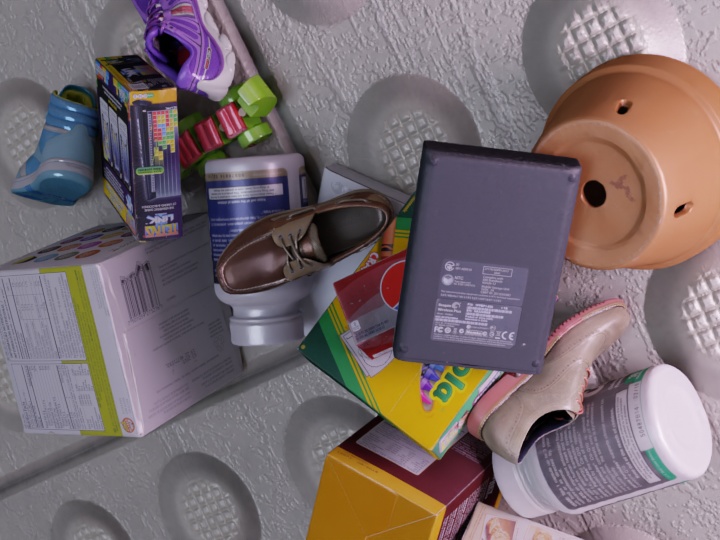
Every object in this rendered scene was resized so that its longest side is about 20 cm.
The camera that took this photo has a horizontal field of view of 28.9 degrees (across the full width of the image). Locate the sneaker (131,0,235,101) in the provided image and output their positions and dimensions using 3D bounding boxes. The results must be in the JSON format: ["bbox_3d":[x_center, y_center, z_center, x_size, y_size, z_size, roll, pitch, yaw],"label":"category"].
[{"bbox_3d":[-0.207,-0.267,1.523,0.201,0.083,0.081,54,126,35],"label":"sneaker"}]

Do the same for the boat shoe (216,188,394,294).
[{"bbox_3d":[-0.057,-0.031,1.439,0.198,0.072,0.076,-26,98,-2],"label":"boat shoe"}]

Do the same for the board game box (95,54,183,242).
[{"bbox_3d":[-0.248,-0.141,1.566,0.200,0.056,0.167,-137,43,-62],"label":"board game box"}]

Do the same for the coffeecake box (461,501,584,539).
[{"bbox_3d":[0.196,0.342,1.442,0.198,0.073,0.155,17,136,15],"label":"coffeecake box"}]

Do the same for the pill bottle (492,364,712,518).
[{"bbox_3d":[0.235,0.175,1.384,0.199,0.113,0.114,-25,92,36],"label":"pill bottle"}]

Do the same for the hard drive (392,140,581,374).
[{"bbox_3d":[0.110,-0.009,1.239,0.138,0.033,0.202,6,114,-4],"label":"hard drive"}]

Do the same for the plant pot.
[{"bbox_3d":[0.237,-0.086,1.276,0.198,0.140,0.203,12,112,31],"label":"plant pot"}]

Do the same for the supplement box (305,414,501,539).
[{"bbox_3d":[0.049,0.264,1.483,0.132,0.199,0.199,25,119,23],"label":"supplement box"}]

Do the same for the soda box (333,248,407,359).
[{"bbox_3d":[0.080,0.008,1.315,0.198,0.063,0.071,-24,68,7],"label":"soda box"}]

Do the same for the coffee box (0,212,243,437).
[{"bbox_3d":[-0.286,0.062,1.637,0.196,0.199,0.203,-4,105,35],"label":"coffee box"}]

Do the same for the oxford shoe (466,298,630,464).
[{"bbox_3d":[0.198,0.110,1.354,0.075,0.200,0.071,42,170,33],"label":"oxford shoe"}]

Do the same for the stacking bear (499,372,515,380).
[{"bbox_3d":[0.061,0.070,1.454,0.198,0.114,0.122,25,79,18],"label":"stacking bear"}]

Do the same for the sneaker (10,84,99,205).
[{"bbox_3d":[-0.364,-0.153,1.701,0.199,0.079,0.132,-9,70,58],"label":"sneaker"}]

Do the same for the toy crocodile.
[{"bbox_3d":[-0.163,-0.154,1.566,0.199,0.062,0.068,-28,90,37],"label":"toy crocodile"}]

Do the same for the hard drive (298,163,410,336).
[{"bbox_3d":[0.000,0.000,1.534,0.131,0.026,0.202,25,119,24],"label":"hard drive"}]

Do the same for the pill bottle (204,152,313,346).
[{"bbox_3d":[-0.109,-0.024,1.526,0.110,0.111,0.203,-1,96,33],"label":"pill bottle"}]

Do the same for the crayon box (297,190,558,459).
[{"bbox_3d":[0.066,0.052,1.371,0.172,0.058,0.201,34,83,24],"label":"crayon box"}]
